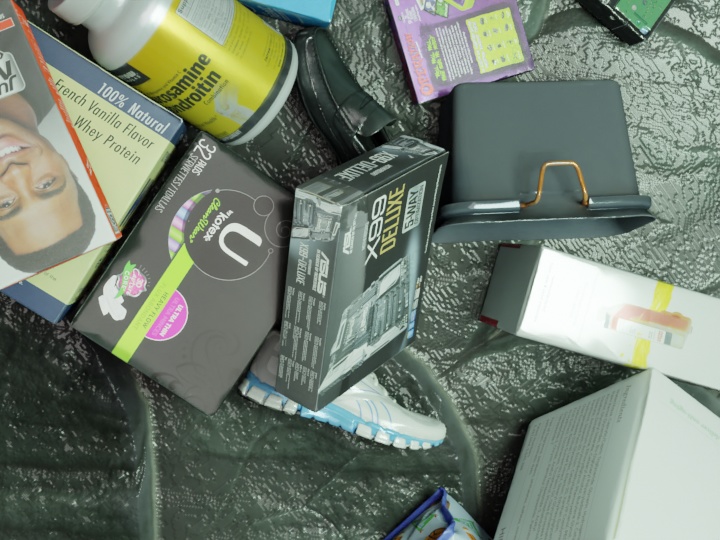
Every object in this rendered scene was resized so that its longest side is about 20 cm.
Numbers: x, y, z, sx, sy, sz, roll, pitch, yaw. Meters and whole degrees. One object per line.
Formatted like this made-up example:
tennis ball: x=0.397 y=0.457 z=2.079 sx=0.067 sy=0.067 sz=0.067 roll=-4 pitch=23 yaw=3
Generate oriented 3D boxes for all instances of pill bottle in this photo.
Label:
pill bottle: x=-0.159 y=-0.200 z=0.999 sx=0.200 sy=0.112 sz=0.112 roll=31 pitch=89 yaw=-32

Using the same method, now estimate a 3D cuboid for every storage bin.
storage bin: x=0.159 y=-0.102 z=1.072 sx=0.199 sy=0.146 sz=0.135 roll=-3 pitch=83 yaw=-7

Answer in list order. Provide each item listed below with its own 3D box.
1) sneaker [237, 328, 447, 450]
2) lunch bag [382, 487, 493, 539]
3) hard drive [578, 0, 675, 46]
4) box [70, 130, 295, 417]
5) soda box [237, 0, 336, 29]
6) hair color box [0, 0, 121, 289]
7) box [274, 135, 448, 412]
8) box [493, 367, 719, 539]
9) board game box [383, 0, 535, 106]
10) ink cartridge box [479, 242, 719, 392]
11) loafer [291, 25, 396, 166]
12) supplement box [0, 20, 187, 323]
sneaker: x=-0.008 y=0.108 z=1.090 sx=0.199 sy=0.075 sz=0.087 roll=19 pitch=85 yaw=-8
lunch bag: x=0.061 y=0.339 z=1.087 sx=0.200 sy=0.124 sz=0.170 roll=-41 pitch=97 yaw=8
hard drive: x=0.227 y=-0.328 z=1.100 sx=0.200 sy=0.038 sz=0.140 roll=37 pitch=82 yaw=-11
box: x=-0.137 y=0.002 z=1.039 sx=0.148 sy=0.124 sz=0.200 roll=33 pitch=87 yaw=-7
soda box: x=-0.117 y=-0.277 z=1.056 sx=0.199 sy=0.064 sz=0.068 roll=14 pitch=91 yaw=-7
hair color box: x=-0.273 y=-0.097 z=0.911 sx=0.101 sy=0.061 sz=0.200 roll=-24 pitch=97 yaw=-6
box: x=0.000 y=0.000 z=1.001 sx=0.050 sy=0.158 sz=0.200 roll=25 pitch=123 yaw=26
box: x=0.249 y=0.235 z=1.030 sx=0.199 sy=0.171 sz=0.200 roll=36 pitch=52 yaw=-16
board game box: x=0.080 y=-0.268 z=1.100 sx=0.120 sy=0.032 sz=0.201 roll=-17 pitch=94 yaw=-10
ink cartridge box: x=0.228 y=0.041 z=1.078 sx=0.199 sy=0.145 sz=0.084 roll=16 pitch=89 yaw=-8
loafer: x=0.000 y=-0.133 z=1.070 sx=0.070 sy=0.068 sz=0.201 roll=-18 pitch=101 yaw=33
supplement box: x=-0.285 y=-0.095 z=1.009 sx=0.200 sy=0.134 sz=0.200 roll=32 pitch=89 yaw=-8
